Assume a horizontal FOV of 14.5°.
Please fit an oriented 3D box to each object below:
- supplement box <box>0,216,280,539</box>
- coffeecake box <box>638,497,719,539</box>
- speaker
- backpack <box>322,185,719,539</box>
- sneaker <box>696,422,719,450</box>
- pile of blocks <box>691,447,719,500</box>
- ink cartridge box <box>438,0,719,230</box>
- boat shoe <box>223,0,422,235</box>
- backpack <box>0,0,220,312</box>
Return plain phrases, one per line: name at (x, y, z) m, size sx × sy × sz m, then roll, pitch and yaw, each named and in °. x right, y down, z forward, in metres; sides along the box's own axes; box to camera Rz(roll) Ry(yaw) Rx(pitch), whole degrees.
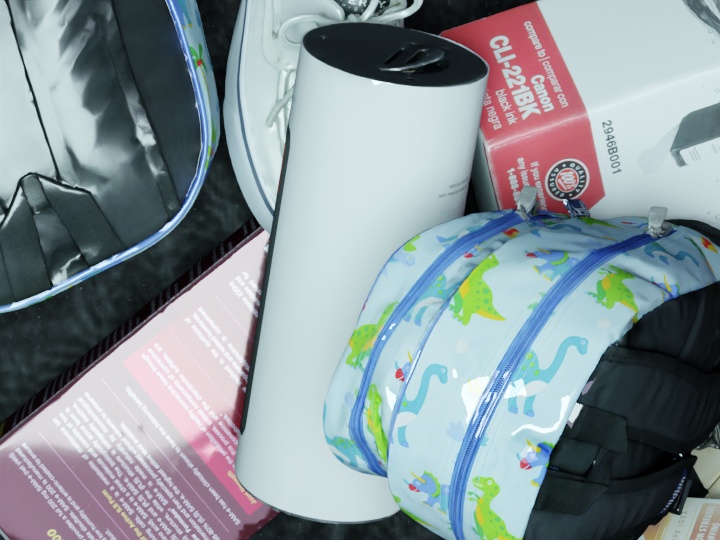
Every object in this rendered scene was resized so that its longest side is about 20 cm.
supplement box at (-0.073, 0.067, 1.283) m, size 0.200 × 0.061 × 0.109 m, roll -38°, pitch 98°, yaw 1°
coffeecake box at (0.208, 0.188, 1.267) m, size 0.199 × 0.073 × 0.154 m, roll 2°, pitch 116°, yaw 17°
speaker at (0.000, 0.000, 1.185) m, size 0.081 × 0.081 × 0.201 m, roll 7°, pitch 113°, yaw -6°
backpack at (0.073, 0.048, 1.125) m, size 0.153 × 0.200 × 0.164 m, roll 29°, pitch 104°, yaw 4°
sneaker at (0.183, 0.058, 1.267) m, size 0.199 × 0.078 × 0.085 m, roll -15°, pitch 79°, yaw -16°
pile of blocks at (0.238, 0.132, 1.328) m, size 0.200 × 0.082 × 0.062 m, roll 32°, pitch 138°, yaw 0°
ink cartridge box at (0.150, -0.059, 1.240) m, size 0.199 × 0.084 × 0.145 m, roll -19°, pitch 134°, yaw -2°
boat shoe at (-0.007, -0.111, 1.221) m, size 0.074 × 0.086 × 0.203 m, roll 9°, pitch 79°, yaw -23°
backpack at (-0.154, -0.091, 1.209) m, size 0.182 × 0.147 × 0.201 m, roll -23°, pitch 95°, yaw 0°
